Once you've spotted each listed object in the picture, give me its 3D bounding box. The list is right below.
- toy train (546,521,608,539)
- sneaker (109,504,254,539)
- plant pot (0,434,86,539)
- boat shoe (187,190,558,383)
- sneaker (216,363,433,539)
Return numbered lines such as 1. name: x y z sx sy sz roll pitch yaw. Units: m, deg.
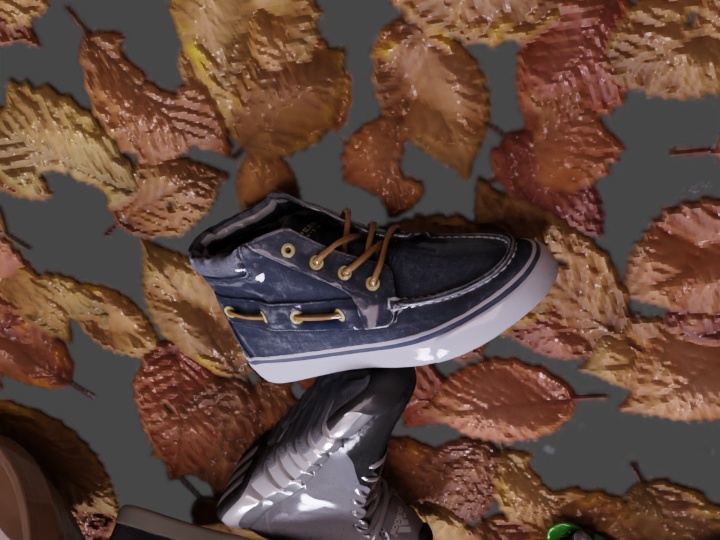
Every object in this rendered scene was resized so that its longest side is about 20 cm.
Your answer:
1. toy train: 0.096 0.220 1.055 0.056 0.042 0.200 26 131 -10
2. sneaker: -0.083 0.217 1.059 0.199 0.107 0.075 8 164 39
3. plant pot: -0.237 0.208 1.129 0.200 0.202 0.092 -28 149 37
4. boat shoe: 0.000 0.000 0.910 0.199 0.071 0.091 -16 121 34
5. sneaker: 0.007 0.117 1.003 0.115 0.075 0.200 35 141 -10
